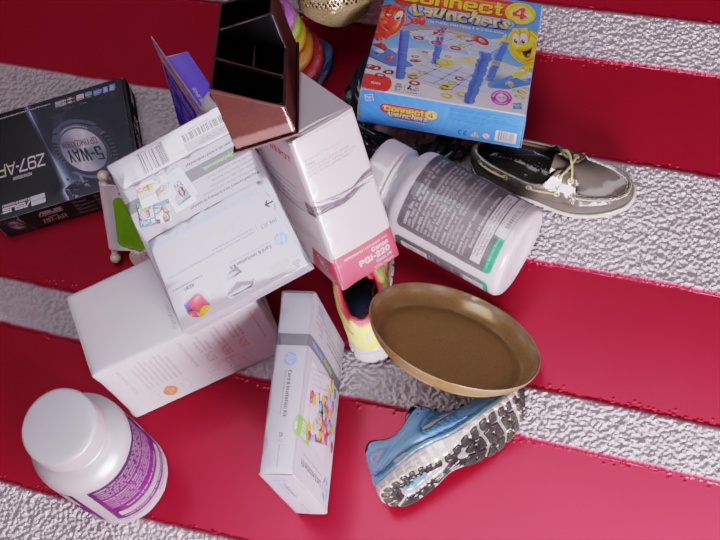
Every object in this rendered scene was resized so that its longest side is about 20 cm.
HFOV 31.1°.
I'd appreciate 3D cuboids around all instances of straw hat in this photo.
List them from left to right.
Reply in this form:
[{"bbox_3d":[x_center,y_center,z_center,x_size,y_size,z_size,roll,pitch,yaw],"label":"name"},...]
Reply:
[{"bbox_3d":[-0.032,-0.346,1.586,0.199,0.086,0.202,0,28,0],"label":"straw hat"}]

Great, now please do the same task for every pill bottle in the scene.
[{"bbox_3d":[-0.290,0.199,1.410,0.111,0.200,0.113,-4,65,9],"label":"pill bottle"},{"bbox_3d":[0.099,-0.066,1.494,0.199,0.113,0.114,30,74,15],"label":"pill bottle"}]

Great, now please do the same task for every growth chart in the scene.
[{"bbox_3d":[-0.229,-0.059,1.547,0.198,0.146,0.018,3,30,25],"label":"growth chart"}]

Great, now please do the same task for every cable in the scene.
[{"bbox_3d":[0.056,-0.206,1.616,0.162,0.051,0.201,-24,64,7],"label":"cable"}]

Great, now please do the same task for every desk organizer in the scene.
[{"bbox_3d":[-0.110,-0.215,1.362,0.071,0.077,0.201,-16,36,9],"label":"desk organizer"}]

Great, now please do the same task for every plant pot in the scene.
[{"bbox_3d":[0.100,0.079,1.425,0.198,0.028,0.201,14,30,-8],"label":"plant pot"}]

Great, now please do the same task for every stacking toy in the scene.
[{"bbox_3d":[-0.111,-0.300,1.599,0.109,0.200,0.117,27,71,21],"label":"stacking toy"}]

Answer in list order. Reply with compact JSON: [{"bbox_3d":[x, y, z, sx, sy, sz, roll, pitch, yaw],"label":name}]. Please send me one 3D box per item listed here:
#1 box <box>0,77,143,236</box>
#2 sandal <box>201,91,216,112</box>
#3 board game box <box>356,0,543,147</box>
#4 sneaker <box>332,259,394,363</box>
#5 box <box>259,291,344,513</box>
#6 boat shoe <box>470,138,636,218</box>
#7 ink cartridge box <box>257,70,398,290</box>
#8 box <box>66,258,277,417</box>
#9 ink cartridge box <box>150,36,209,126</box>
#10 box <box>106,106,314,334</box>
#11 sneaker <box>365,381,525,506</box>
[{"bbox_3d":[-0.380,-0.147,1.671,0.198,0.044,0.162,-15,64,4],"label":"box"},{"bbox_3d":[-0.121,-0.205,1.510,0.082,0.203,0.050,34,113,-1],"label":"sandal"},{"bbox_3d":[0.111,-0.251,1.560,0.198,0.056,0.197,10,53,5],"label":"board game box"},{"bbox_3d":[0.000,0.000,1.504,0.077,0.090,0.202,-17,60,5],"label":"sneaker"},{"bbox_3d":[-0.061,0.145,1.407,0.041,0.156,0.202,1,66,13],"label":"box"},{"bbox_3d":[0.225,-0.113,1.527,0.200,0.060,0.073,13,68,16],"label":"boat shoe"},{"bbox_3d":[-0.047,-0.103,1.425,0.084,0.201,0.146,-31,37,-14],"label":"ink cartridge box"},{"bbox_3d":[-0.208,0.061,1.483,0.198,0.153,0.107,-24,65,-1],"label":"box"},{"bbox_3d":[-0.172,-0.162,1.547,0.043,0.201,0.199,-29,63,-11],"label":"ink cartridge box"},{"bbox_3d":[-0.161,-0.057,1.387,0.155,0.041,0.201,-28,79,4],"label":"box"},{"bbox_3d":[0.090,0.169,1.420,0.199,0.079,0.090,-29,52,-9],"label":"sneaker"}]
